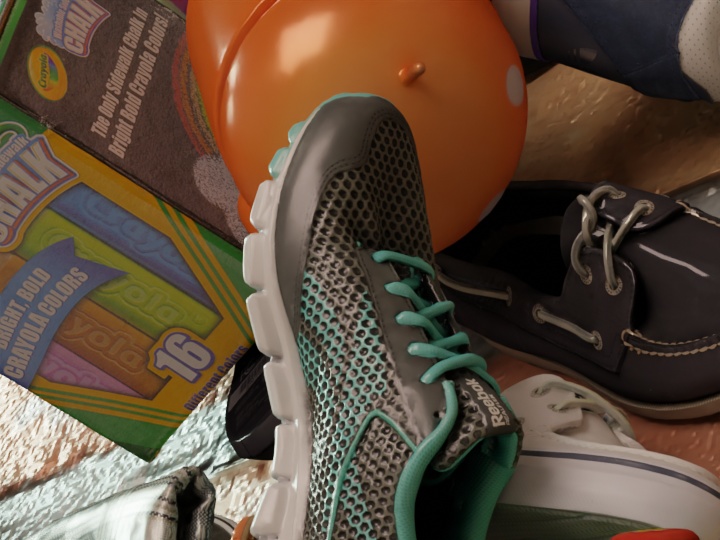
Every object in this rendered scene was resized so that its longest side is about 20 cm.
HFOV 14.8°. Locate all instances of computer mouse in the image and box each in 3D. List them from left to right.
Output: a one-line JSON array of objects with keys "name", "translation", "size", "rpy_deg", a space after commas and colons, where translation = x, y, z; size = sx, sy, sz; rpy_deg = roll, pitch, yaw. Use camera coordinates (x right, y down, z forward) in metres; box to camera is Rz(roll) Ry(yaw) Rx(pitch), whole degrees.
[{"name": "computer mouse", "translation": [0.000, 0.000, 1.132], "size": [0.141, 0.046, 0.200], "rpy_deg": [-51, 17, 15]}]

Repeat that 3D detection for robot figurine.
[{"name": "robot figurine", "translation": [-0.003, -0.072, 1.030], "size": [0.144, 0.117, 0.200], "rpy_deg": [-37, 25, 7]}]

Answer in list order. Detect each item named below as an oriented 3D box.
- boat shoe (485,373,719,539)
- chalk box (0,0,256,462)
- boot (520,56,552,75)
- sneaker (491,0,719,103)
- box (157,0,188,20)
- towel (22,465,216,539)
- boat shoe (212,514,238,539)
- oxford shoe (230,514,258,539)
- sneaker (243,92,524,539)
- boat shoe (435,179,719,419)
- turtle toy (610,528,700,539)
[{"name": "boat shoe", "translation": [0.059, 0.066, 0.942], "size": [0.199, 0.073, 0.067], "rpy_deg": [-3, 56, 54]}, {"name": "chalk box", "translation": [-0.127, -0.042, 1.133], "size": [0.124, 0.199, 0.125], "rpy_deg": [-48, 17, 33]}, {"name": "boot", "translation": [0.086, -0.176, 1.210], "size": [0.199, 0.069, 0.175], "rpy_deg": [-30, 31, 19]}, {"name": "sneaker", "translation": [0.141, -0.160, 1.051], "size": [0.145, 0.081, 0.201], "rpy_deg": [12, 78, 22]}, {"name": "box", "translation": [-0.063, -0.166, 1.253], "size": [0.096, 0.200, 0.177], "rpy_deg": [-9, 48, 49]}, {"name": "towel", "translation": [-0.108, 0.180, 0.974], "size": [0.192, 0.034, 0.202], "rpy_deg": [-26, 55, 61]}, {"name": "boat shoe", "translation": [-0.062, 0.149, 1.023], "size": [0.071, 0.064, 0.200], "rpy_deg": [-41, 30, 15]}, {"name": "oxford shoe", "translation": [0.005, 0.145, 0.949], "size": [0.073, 0.072, 0.200], "rpy_deg": [-28, 38, 2]}, {"name": "sneaker", "translation": [0.016, 0.040, 0.888], "size": [0.091, 0.077, 0.202], "rpy_deg": [-8, 78, 40]}, {"name": "boat shoe", "translation": [0.086, 0.003, 0.989], "size": [0.200, 0.063, 0.073], "rpy_deg": [9, 63, 58]}, {"name": "turtle toy", "translation": [0.098, 0.126, 0.788], "size": [0.200, 0.101, 0.146], "rpy_deg": [-38, 31, 8]}]
